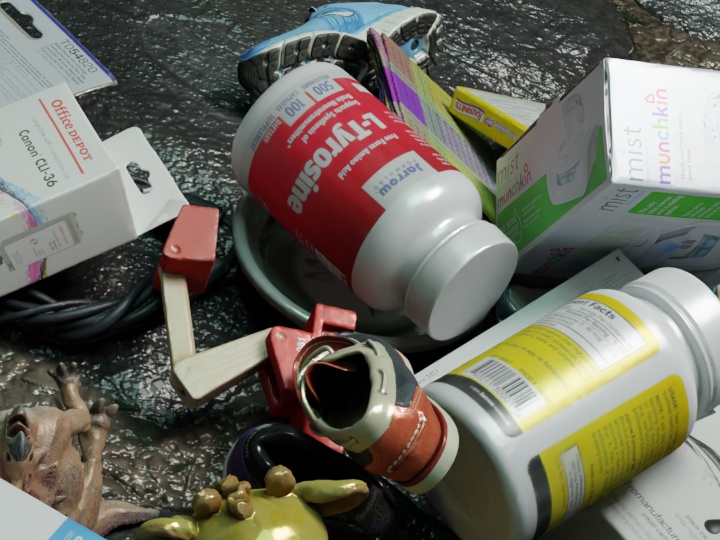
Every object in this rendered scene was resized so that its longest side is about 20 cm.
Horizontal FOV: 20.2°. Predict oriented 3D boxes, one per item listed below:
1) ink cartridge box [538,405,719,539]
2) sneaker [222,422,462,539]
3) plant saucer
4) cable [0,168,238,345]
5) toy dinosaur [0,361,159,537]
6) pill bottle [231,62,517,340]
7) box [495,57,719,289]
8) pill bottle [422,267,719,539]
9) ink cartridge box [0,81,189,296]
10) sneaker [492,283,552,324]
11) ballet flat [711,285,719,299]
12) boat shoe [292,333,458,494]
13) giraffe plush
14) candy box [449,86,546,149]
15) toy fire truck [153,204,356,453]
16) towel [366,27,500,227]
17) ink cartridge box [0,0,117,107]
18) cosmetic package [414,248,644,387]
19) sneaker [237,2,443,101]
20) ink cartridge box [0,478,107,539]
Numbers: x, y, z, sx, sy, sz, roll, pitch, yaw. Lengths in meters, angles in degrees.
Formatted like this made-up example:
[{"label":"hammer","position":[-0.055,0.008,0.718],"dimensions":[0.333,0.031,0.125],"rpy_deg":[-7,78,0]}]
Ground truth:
[{"label":"ink cartridge box","position":[0.213,0.148,1.362],"dimensions":[0.199,0.085,0.146],"rpy_deg":[-19,51,-34]},{"label":"sneaker","position":[0.006,0.163,1.231],"dimensions":[0.199,0.088,0.076],"rpy_deg":[32,72,-4]},{"label":"plant saucer","position":[0.000,0.000,1.476],"dimensions":[0.198,0.050,0.201],"rpy_deg":[10,40,-9]},{"label":"cable","position":[-0.190,-0.018,1.423],"dimensions":[0.163,0.051,0.200],"rpy_deg":[35,43,19]},{"label":"toy dinosaur","position":[-0.189,0.132,1.199],"dimensions":[0.085,0.200,0.136],"rpy_deg":[-23,47,10]},{"label":"pill bottle","position":[0.011,-0.046,1.406],"dimensions":[0.112,0.113,0.200],"rpy_deg":[-24,55,-39]},{"label":"box","position":[0.212,-0.065,1.430],"dimensions":[0.175,0.200,0.098],"rpy_deg":[4,72,-18]},{"label":"pill bottle","position":[0.136,0.082,1.257],"dimensions":[0.199,0.115,0.114],"rpy_deg":[-27,56,-26]},{"label":"ink cartridge box","position":[-0.229,-0.055,1.377],"dimensions":[0.199,0.068,0.117],"rpy_deg":[-24,45,-14]},{"label":"sneaker","position":[0.197,0.032,1.488],"dimensions":[0.198,0.087,0.078],"rpy_deg":[13,39,-7]},{"label":"ballet flat","position":[0.209,-0.043,1.598],"dimensions":[0.199,0.068,0.062],"rpy_deg":[34,32,17]},{"label":"boat shoe","position":[-0.005,0.074,1.212],"dimensions":[0.062,0.071,0.200],"rpy_deg":[31,3,-24]},{"label":"giraffe plush","position":[-0.051,0.190,1.135],"dimensions":[0.200,0.163,0.172],"rpy_deg":[36,51,23]},{"label":"candy box","position":[0.174,-0.106,1.623],"dimensions":[0.199,0.027,0.102],"rpy_deg":[7,18,-40]},{"label":"toy fire truck","position":[-0.073,0.063,1.332],"dimensions":[0.140,0.049,0.201],"rpy_deg":[12,59,-10]},{"label":"towel","position":[0.061,-0.104,1.566],"dimensions":[0.144,0.023,0.200],"rpy_deg":[42,17,-25]},{"label":"ink cartridge box","position":[-0.321,-0.161,1.543],"dimensions":[0.199,0.041,0.200],"rpy_deg":[-22,54,-39]},{"label":"cosmetic package","position":[0.124,0.072,1.391],"dimensions":[0.199,0.051,0.083],"rpy_deg":[-30,59,-16]},{"label":"sneaker","position":[-0.027,-0.177,1.670],"dimensions":[0.199,0.079,0.090],"rpy_deg":[-18,33,-40]},{"label":"ink cartridge box","position":[-0.248,0.193,1.078],"dimensions":[0.199,0.147,0.146],"rpy_deg":[28,44,11]}]
